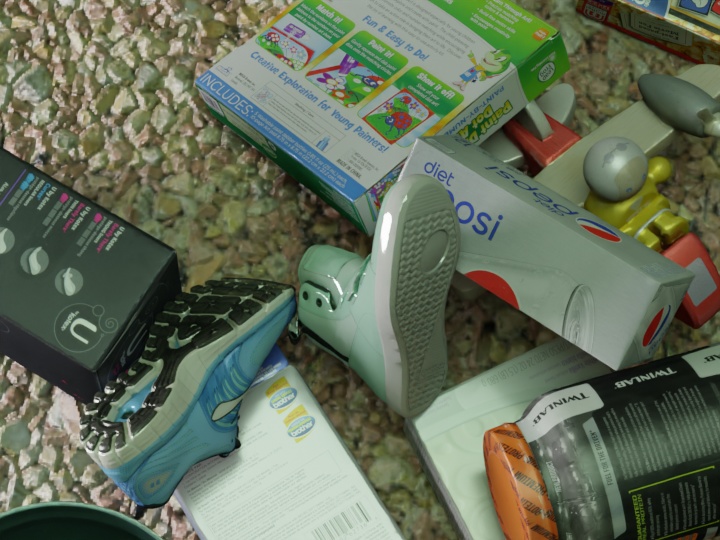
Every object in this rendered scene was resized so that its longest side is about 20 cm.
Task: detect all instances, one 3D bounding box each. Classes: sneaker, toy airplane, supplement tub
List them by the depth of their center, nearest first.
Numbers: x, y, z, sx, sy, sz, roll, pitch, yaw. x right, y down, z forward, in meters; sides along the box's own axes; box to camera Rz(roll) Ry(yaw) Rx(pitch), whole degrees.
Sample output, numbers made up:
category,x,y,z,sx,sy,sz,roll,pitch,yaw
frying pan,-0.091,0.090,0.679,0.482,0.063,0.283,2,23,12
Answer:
category,x,y,z,sx,sy,sz,roll,pitch,yaw
supplement tub,0.189,0.123,1.314,0.199,0.123,0.123,-15,73,-9
sneaker,0.000,0.000,1.332,0.118,0.201,0.074,33,52,28
sneaker,-0.110,0.081,1.370,0.078,0.090,0.200,10,45,40
toy airplane,0.167,-0.065,1.425,0.198,0.141,0.201,6,72,1

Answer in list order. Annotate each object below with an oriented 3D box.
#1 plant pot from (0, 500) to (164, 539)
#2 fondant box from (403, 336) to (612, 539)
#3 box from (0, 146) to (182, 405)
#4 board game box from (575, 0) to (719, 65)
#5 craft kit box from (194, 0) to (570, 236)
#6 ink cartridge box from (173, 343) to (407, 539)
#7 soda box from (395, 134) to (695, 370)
category,x,y,z,sx,sy,sz,roll,pitch,yaw
plant pot,-0.190,0.262,1.308,0.200,0.134,0.201,0,72,-1
fondant box,0.137,0.159,1.394,0.144,0.058,0.200,-25,75,-10
box,-0.235,-0.003,1.402,0.200,0.122,0.106,30,73,8
board game box,0.285,-0.229,1.533,0.200,0.046,0.152,25,72,6
craft kit box,0.014,-0.142,1.454,0.197,0.049,0.200,-41,50,-11
ink cartridge box,-0.061,0.154,1.398,0.119,0.042,0.200,-31,77,-11
soda box,0.115,-0.015,1.329,0.200,0.063,0.068,33,110,23
